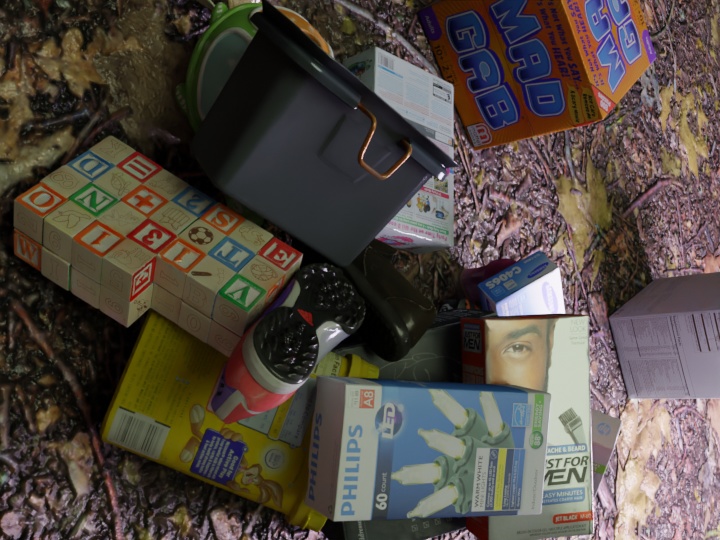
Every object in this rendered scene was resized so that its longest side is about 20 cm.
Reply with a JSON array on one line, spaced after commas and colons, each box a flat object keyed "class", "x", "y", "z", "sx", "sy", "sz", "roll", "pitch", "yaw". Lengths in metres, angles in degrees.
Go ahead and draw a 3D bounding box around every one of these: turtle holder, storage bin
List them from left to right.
[{"class": "turtle holder", "x": -0.096, "y": -0.151, "z": 0.818, "sx": 0.186, "sy": 0.131, "sz": 0.141, "roll": -51, "pitch": 131, "yaw": -5}, {"class": "storage bin", "x": -0.033, "y": -0.096, "z": 0.724, "sx": 0.199, "sy": 0.146, "sz": 0.135, "roll": 31, "pitch": 102, "yaw": -40}]

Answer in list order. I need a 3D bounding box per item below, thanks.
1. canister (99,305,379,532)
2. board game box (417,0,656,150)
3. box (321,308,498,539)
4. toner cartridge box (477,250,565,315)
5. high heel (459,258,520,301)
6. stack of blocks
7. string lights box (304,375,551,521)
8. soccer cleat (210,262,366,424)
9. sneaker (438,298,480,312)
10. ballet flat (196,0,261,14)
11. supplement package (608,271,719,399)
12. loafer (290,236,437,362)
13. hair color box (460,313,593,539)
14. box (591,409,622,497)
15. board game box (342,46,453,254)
[{"class": "canister", "x": -0.101, "y": 0.112, "z": 0.749, "sx": 0.197, "sy": 0.087, "sz": 0.151, "roll": 23, "pitch": 81, "yaw": -7}, {"class": "board game box", "x": 0.234, "y": -0.307, "z": 1.154, "sx": 0.200, "sy": 0.198, "sz": 0.202, "roll": -43, "pitch": 115, "yaw": -41}, {"class": "box", "x": 0.046, "y": 0.156, "z": 0.889, "sx": 0.193, "sy": 0.124, "sz": 0.204, "roll": -10, "pitch": 92, "yaw": -18}, {"class": "toner cartridge box", "x": 0.210, "y": 0.081, "z": 1.110, "sx": 0.094, "sy": 0.043, "sz": 0.202, "roll": -28, "pitch": 130, "yaw": -12}, {"class": "high heel", "x": 0.212, "y": 0.067, "z": 1.151, "sx": 0.067, "sy": 0.095, "sz": 0.202, "roll": -49, "pitch": 118, "yaw": -39}, {"class": "stack of blocks", "x": -0.160, "y": -0.013, "z": 0.703, "sx": 0.198, "sy": 0.059, "sz": 0.115, "roll": 30, "pitch": 43, "yaw": 9}, {"class": "string lights box", "x": 0.057, "y": 0.144, "z": 0.719, "sx": 0.197, "sy": 0.059, "sz": 0.105, "roll": 6, "pitch": 88, "yaw": -28}, {"class": "soccer cleat", "x": -0.054, "y": 0.052, "z": 0.693, "sx": 0.068, "sy": 0.073, "sz": 0.200, "roll": 47, "pitch": 25, "yaw": -2}, {"class": "sneaker", "x": 0.083, "y": 0.081, "z": 1.040, "sx": 0.198, "sy": 0.077, "sz": 0.114, "roll": 26, "pitch": 51, "yaw": -35}, {"class": "ballet flat", "x": -0.167, "y": -0.316, "z": 0.831, "sx": 0.066, "sy": 0.070, "sz": 0.201, "roll": -50, "pitch": 117, "yaw": -21}, {"class": "supplement package", "x": 0.544, "y": 0.102, "z": 1.422, "sx": 0.190, "sy": 0.198, "sz": 0.150, "roll": -27, "pitch": 103, "yaw": -44}, {"class": "loafer", "x": 0.000, "y": 0.000, "z": 0.842, "sx": 0.071, "sy": 0.074, "sz": 0.201, "roll": -23, "pitch": 60, "yaw": -28}, {"class": "hair color box", "x": 0.156, "y": 0.144, "z": 0.827, "sx": 0.109, "sy": 0.064, "sz": 0.204, "roll": -2, "pitch": 88, "yaw": -15}, {"class": "box", "x": 0.206, "y": 0.208, "z": 1.020, "sx": 0.202, "sy": 0.153, "sz": 0.042, "roll": 87, "pitch": 27, "yaw": -52}, {"class": "board game box", "x": 0.043, "y": -0.134, "z": 1.026, "sx": 0.146, "sy": 0.064, "sz": 0.204, "roll": 13, "pitch": 74, "yaw": -44}]
